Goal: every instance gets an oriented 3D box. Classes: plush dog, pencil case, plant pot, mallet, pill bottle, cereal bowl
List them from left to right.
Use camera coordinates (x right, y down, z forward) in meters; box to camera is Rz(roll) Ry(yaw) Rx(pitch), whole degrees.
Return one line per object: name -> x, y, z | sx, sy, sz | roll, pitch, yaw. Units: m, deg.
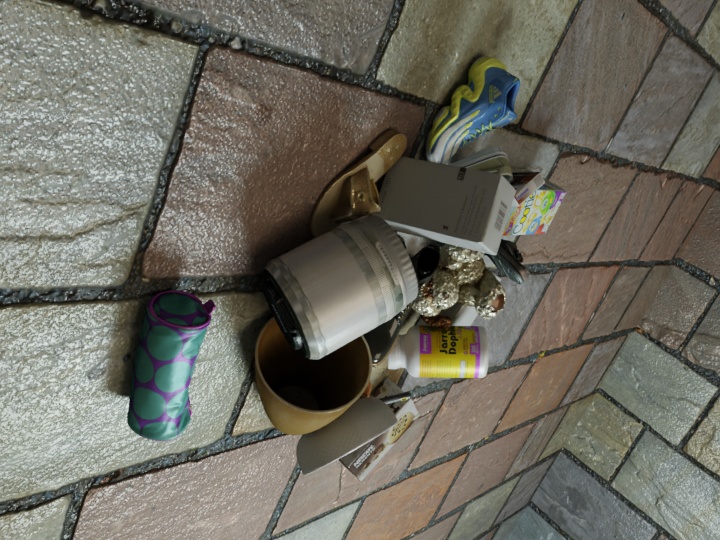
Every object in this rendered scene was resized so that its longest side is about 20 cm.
pencil case -> -0.259, 0.130, 0.931 | 0.092, 0.085, 0.201 | 0, 122, -33
plant pot -> -0.095, 0.192, 1.133 | 0.186, 0.187, 0.201 | -28, 156, -33
cereal bowl -> -0.035, 0.291, 1.259 | 0.199, 0.084, 0.200 | -28, 169, -6
mallet -> 0.004, 0.267, 1.366 | 0.198, 0.041, 0.066 | -18, 138, -3
pill bottle -> 0.155, 0.164, 1.387 | 0.198, 0.105, 0.105 | 0, 135, 3
plush dog -> 0.166, 0.017, 1.347 | 0.171, 0.160, 0.201 | -31, 115, -8

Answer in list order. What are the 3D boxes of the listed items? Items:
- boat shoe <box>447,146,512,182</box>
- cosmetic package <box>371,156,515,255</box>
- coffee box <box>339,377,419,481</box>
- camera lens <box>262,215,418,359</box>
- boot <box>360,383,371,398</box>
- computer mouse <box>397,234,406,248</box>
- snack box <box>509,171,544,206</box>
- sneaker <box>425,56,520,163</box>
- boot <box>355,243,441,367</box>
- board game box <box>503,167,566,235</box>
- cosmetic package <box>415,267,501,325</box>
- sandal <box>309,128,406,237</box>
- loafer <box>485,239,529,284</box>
boat shoe -> 0.161, -0.141, 1.160 | 0.199, 0.062, 0.072 | -28, 140, 14
cosmetic package -> 0.129, -0.105, 1.079 | 0.081, 0.198, 0.114 | 25, 81, -59
coffee box -> 0.029, 0.350, 1.505 | 0.200, 0.080, 0.113 | -45, 148, -14
camera lens -> -0.034, 0.025, 1.020 | 0.199, 0.160, 0.161 | -27, 141, -15
boot -> 0.011, 0.161, 1.309 | 0.156, 0.073, 0.200 | -59, 160, -4
computer mouse -> 0.000, 0.000, 1.175 | 0.200, 0.044, 0.110 | -48, 148, -9
snack box -> 0.228, -0.143, 1.201 | 0.072, 0.199, 0.024 | -41, 113, -19
sneaker -> 0.189, -0.249, 1.124 | 0.075, 0.105, 0.201 | 11, 111, -54
boot -> 0.061, 0.052, 1.124 | 0.138, 0.077, 0.202 | -40, -152, 63
board game box -> 0.310, -0.140, 1.379 | 0.199, 0.105, 0.104 | -5, 125, -49
cosmetic package -> 0.211, 0.072, 1.485 | 0.201, 0.074, 0.101 | -55, 148, 7
sandal -> 0.011, -0.123, 1.049 | 0.212, 0.069, 0.078 | -49, 147, -6
loafer -> 0.271, -0.048, 1.331 | 0.063, 0.200, 0.072 | -38, 128, -1
